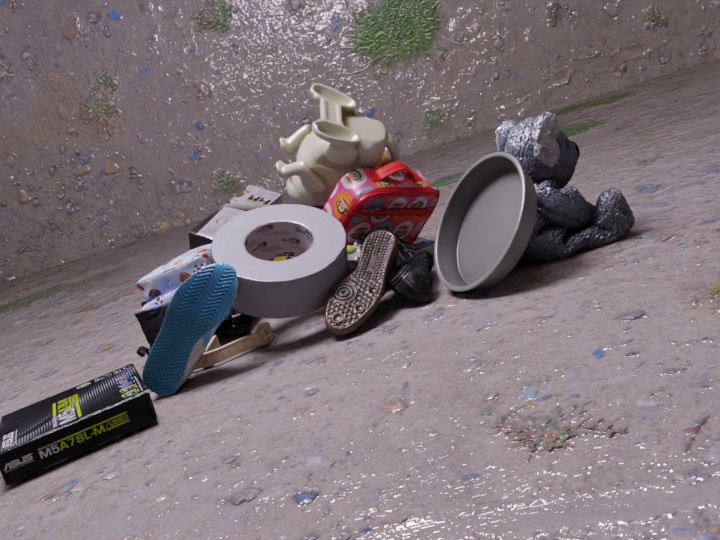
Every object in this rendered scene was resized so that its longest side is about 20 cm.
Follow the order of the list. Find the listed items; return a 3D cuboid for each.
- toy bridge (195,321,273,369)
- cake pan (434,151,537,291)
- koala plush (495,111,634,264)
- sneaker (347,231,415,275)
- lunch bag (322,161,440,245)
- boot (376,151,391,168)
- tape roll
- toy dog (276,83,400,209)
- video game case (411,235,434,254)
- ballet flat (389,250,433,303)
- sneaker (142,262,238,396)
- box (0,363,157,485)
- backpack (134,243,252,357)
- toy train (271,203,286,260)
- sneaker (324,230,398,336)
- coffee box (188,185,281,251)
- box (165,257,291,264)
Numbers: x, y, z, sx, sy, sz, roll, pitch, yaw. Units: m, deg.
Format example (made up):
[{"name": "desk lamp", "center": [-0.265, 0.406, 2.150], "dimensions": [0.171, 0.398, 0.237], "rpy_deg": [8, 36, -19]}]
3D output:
[{"name": "toy bridge", "center": [-0.223, 0.121, 1.267], "dimensions": [0.197, 0.028, 0.067], "rpy_deg": [-16, 14, 10]}, {"name": "cake pan", "center": [0.173, -0.062, 1.182], "dimensions": [0.036, 0.203, 0.200], "rpy_deg": [20, -6, -25]}, {"name": "koala plush", "center": [0.263, -0.128, 1.236], "dimensions": [0.182, 0.203, 0.177], "rpy_deg": [-20, 12, -10]}, {"name": "sneaker", "center": [0.000, 0.000, 1.363], "dimensions": [0.198, 0.086, 0.077], "rpy_deg": [-16, 50, -29]}, {"name": "lunch bag", "center": [0.033, -0.105, 1.416], "dimensions": [0.198, 0.082, 0.177], "rpy_deg": [-6, -40, -42]}, {"name": "boot", "center": [-0.022, -0.137, 1.543], "dimensions": [0.143, 0.071, 0.201], "rpy_deg": [-33, -8, -21]}, {"name": "tape roll", "center": [-0.117, -0.018, 1.252], "dimensions": [0.197, 0.067, 0.201], "rpy_deg": [-2, 36, 2]}, {"name": "toy dog", "center": [-0.050, -0.180, 1.427], "dimensions": [0.192, 0.141, 0.201], "rpy_deg": [10, -45, -28]}, {"name": "video game case", "center": [0.054, -0.031, 1.570], "dimensions": [0.141, 0.018, 0.200], "rpy_deg": [-20, 12, -11]}, {"name": "ballet flat", "center": [0.083, 0.013, 1.284], "dimensions": [0.066, 0.057, 0.200], "rpy_deg": [-45, 0, 15]}, {"name": "sneaker", "center": [-0.233, 0.072, 1.180], "dimensions": [0.201, 0.076, 0.081], "rpy_deg": [-56, 4, 10]}, {"name": "box", "center": [-0.372, 0.193, 1.117], "dimensions": [0.191, 0.048, 0.200], "rpy_deg": [-20, 11, -17]}, {"name": "backpack", "center": [-0.267, 0.043, 1.420], "dimensions": [0.197, 0.156, 0.190], "rpy_deg": [-16, 3, 15]}, {"name": "toy train", "center": [-0.161, -0.047, 1.510], "dimensions": [0.201, 0.055, 0.150], "rpy_deg": [-56, 19, -12]}, {"name": "sneaker", "center": [0.010, 0.033, 1.232], "dimensions": [0.070, 0.076, 0.201], "rpy_deg": [14, 48, 20]}, {"name": "coffee box", "center": [-0.227, -0.060, 1.591], "dimensions": [0.079, 0.114, 0.200], "rpy_deg": [17, 36, 20]}, {"name": "box", "center": [-0.246, 0.002, 1.639], "dimensions": [0.199, 0.044, 0.160], "rpy_deg": [-26, 43, -35]}]
